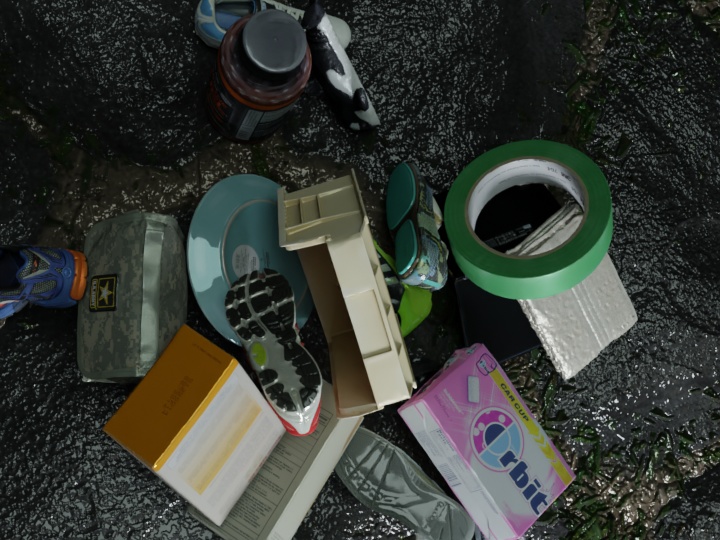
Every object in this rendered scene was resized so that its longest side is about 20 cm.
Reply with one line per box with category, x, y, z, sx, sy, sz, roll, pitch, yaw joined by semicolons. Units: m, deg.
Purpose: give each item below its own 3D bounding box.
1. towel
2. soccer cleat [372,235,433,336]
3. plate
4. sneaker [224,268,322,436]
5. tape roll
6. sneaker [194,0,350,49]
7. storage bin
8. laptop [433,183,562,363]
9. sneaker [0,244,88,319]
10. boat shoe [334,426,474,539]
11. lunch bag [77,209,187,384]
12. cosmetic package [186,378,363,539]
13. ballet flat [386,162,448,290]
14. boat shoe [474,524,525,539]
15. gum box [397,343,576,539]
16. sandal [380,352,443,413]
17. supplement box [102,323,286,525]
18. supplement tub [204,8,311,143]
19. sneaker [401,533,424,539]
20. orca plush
towel;0.262;0.027;1.249;0.132;0.034;0.201;-37;116;-10
soccer cleat;0.000;0.000;1.199;0.199;0.067;0.081;41;84;-7
plate;-0.112;-0.012;1.136;0.198;0.025;0.204;10;77;-46
sneaker;-0.092;0.087;1.044;0.076;0.086;0.202;-15;51;-8
tape roll;0.200;-0.063;1.185;0.197;0.048;0.203;-8;54;12
sneaker;-0.103;-0.296;1.214;0.196;0.072;0.073;3;78;-18
storage bin;-0.016;0.022;1.067;0.092;0.199;0.203;-16;112;2
laptop;0.179;-0.007;1.281;0.185;0.117;0.201;-20;58;-19
sneaker;-0.371;0.003;1.030;0.078;0.197;0.077;25;60;-52
boat shoe;0.045;0.255;1.173;0.200;0.065;0.075;35;85;-3
lunch bag;-0.237;0.035;1.047;0.115;0.200;0.167;4;80;-16
cosmetic package;-0.091;0.214;1.108;0.104;0.071;0.201;27;71;22
ballet flat;0.071;-0.049;1.195;0.073;0.075;0.202;14;42;-14
boat shoe;0.179;0.346;1.191;0.067;0.072;0.204;-4;75;-16
gum box;0.143;0.196;1.152;0.113;0.066;0.201;-35;89;-32
sandal;0.088;0.141;1.207;0.197;0.048;0.077;11;77;-15
supplement box;-0.158;0.159;0.994;0.073;0.201;0.127;28;70;24
supplement tub;-0.116;-0.223;1.129;0.105;0.200;0.109;3;78;-16
sneaker;-0.016;0.357;1.113;0.099;0.071;0.201;41;86;-8
orca plush;-0.042;-0.229;1.184;0.070;0.200;0.106;-28;62;4
